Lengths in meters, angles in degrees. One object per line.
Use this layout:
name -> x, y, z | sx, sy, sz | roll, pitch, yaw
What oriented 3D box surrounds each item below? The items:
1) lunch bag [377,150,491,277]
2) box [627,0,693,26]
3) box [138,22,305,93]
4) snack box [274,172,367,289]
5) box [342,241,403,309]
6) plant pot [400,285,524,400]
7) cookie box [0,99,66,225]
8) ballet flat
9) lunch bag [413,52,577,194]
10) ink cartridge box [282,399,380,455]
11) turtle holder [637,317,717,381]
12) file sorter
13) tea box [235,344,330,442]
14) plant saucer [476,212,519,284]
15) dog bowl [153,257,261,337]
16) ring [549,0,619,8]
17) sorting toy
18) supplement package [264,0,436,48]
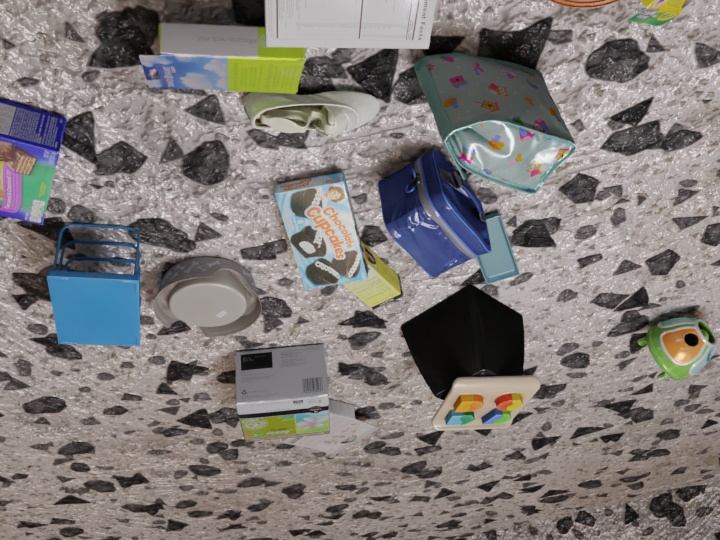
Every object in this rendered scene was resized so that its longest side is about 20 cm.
lunch bag -> 0.127, -0.099, 1.176 | 0.132, 0.136, 0.200 | -26, 138, 22
box -> 0.417, -0.388, 0.885 | 0.117, 0.048, 0.200 | -14, 154, -47
box -> -0.176, -0.271, 0.929 | 0.200, 0.048, 0.122 | 0, 174, -10
snack box -> -0.063, -0.064, 1.221 | 0.116, 0.037, 0.200 | -10, 125, 7
box -> 0.000, 0.000, 1.355 | 0.075, 0.050, 0.200 | -26, 140, 22
plant pot -> 0.234, 0.181, 1.529 | 0.200, 0.178, 0.199 | -35, 136, 30
cookie box -> -0.541, -0.163, 1.025 | 0.200, 0.075, 0.171 | 13, 139, -24
ballet flat -> -0.068, -0.221, 1.040 | 0.200, 0.070, 0.069 | 1, 142, -11
lunch bag -> 0.174, -0.213, 1.004 | 0.200, 0.171, 0.122 | 9, 138, -27
ink cartridge box -> -0.079, 0.412, 1.885 | 0.176, 0.045, 0.200 | 23, 134, -33
turtle holder -> 0.742, 0.176, 1.642 | 0.185, 0.141, 0.132 | 23, 132, -32
file sorter -> -0.452, 0.027, 1.250 | 0.139, 0.123, 0.200 | 3, 142, -14
tea box -> -0.172, 0.278, 1.619 | 0.200, 0.134, 0.197 | -5, 143, -4
plant saucer -> 0.252, -0.041, 1.372 | 0.070, 0.019, 0.200 | -17, 141, 12
dog bowl -> -0.288, 0.050, 1.363 | 0.200, 0.059, 0.200 | -5, 143, -3
ring -> 0.273, -0.404, 0.841 | 0.200, 0.019, 0.201 | 7, 132, 8
sorting toy -> 0.257, 0.283, 1.490 | 0.185, 0.037, 0.200 | 0, 142, -11
supplement package -> -0.015, -0.341, 0.855 | 0.200, 0.110, 0.114 | -1, 142, -8
